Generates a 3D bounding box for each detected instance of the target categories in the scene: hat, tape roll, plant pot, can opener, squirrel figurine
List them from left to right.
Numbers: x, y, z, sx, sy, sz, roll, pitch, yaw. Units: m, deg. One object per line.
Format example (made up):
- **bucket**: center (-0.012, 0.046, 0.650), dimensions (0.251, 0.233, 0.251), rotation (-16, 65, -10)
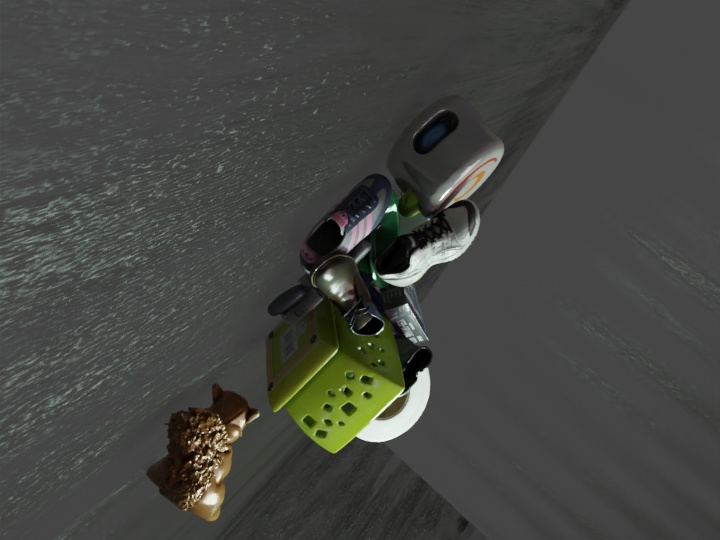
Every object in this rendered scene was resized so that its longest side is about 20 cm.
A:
- **squirrel figurine**: center (-0.244, 0.282, 1.044), dimensions (0.188, 0.140, 0.201), rotation (-55, 173, -17)
- **can opener**: center (-0.065, 0.014, 1.058), dimensions (0.200, 0.053, 0.066), rotation (-43, 175, 8)
- **plant pot**: center (-0.059, 0.161, 1.142), dimensions (0.199, 0.180, 0.202), rotation (-45, -149, 21)
- **hat**: center (-0.033, -0.052, 1.166), dimensions (0.165, 0.172, 0.206), rotation (32, 65, -68)
- **tape roll**: center (0.041, 0.237, 1.308), dimensions (0.204, 0.202, 0.071), rotation (-51, -152, 0)

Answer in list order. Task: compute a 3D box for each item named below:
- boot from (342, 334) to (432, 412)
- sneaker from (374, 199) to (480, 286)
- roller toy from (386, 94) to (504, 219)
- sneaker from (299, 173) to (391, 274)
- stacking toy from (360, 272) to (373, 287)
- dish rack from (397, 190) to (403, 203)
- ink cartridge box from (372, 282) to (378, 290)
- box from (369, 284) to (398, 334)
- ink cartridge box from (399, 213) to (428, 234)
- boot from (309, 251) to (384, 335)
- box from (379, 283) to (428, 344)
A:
- **boot**: center (0.041, 0.206, 1.178), dimensions (0.202, 0.069, 0.131), rotation (-56, -164, -3)
- **sneaker**: center (0.108, -0.042, 1.057), dimensions (0.199, 0.076, 0.087), rotation (-41, 155, 19)
- **roller toy**: center (0.139, -0.194, 1.097), dimensions (0.198, 0.141, 0.183), rotation (-29, 164, -43)
- **sneaker**: center (-0.017, -0.078, 0.997), dimensions (0.201, 0.070, 0.082), rotation (-51, 172, -13)
- **stacking toy**: center (0.000, 0.000, 1.342), dimensions (0.086, 0.085, 0.200), rotation (-58, 175, 33)
- **dish rack**: center (0.109, -0.143, 1.379), dimensions (0.199, 0.054, 0.155), rotation (-37, 160, -50)
- **ink cartridge box**: center (0.031, 0.018, 1.480), dimensions (0.108, 0.051, 0.200), rotation (-32, -174, 43)
- **box**: center (0.049, 0.100, 1.415), dimensions (0.041, 0.119, 0.200), rotation (-42, 169, -12)
- **ink cartridge box**: center (0.137, -0.110, 1.293), dimensions (0.117, 0.067, 0.199), rotation (-54, 162, 18)
- **boot**: center (-0.012, 0.039, 0.999), dimensions (0.074, 0.098, 0.200), rotation (-40, 159, 4)
- **box**: center (0.073, 0.024, 1.283), dimensions (0.049, 0.204, 0.158), rotation (-18, 144, 11)
